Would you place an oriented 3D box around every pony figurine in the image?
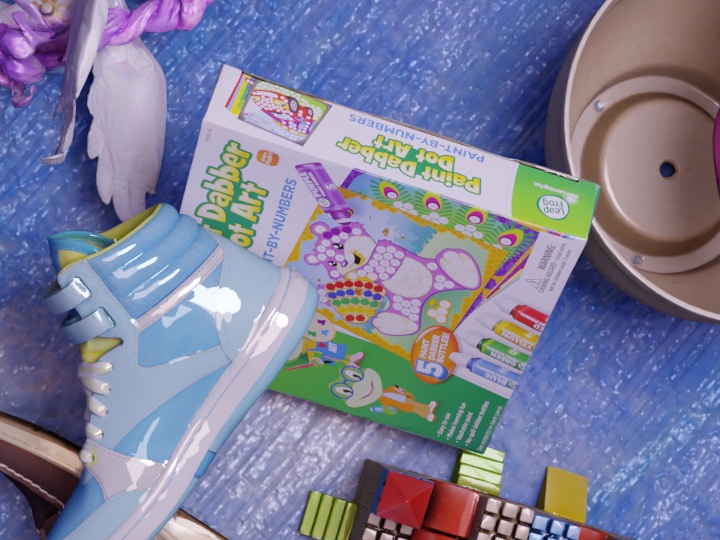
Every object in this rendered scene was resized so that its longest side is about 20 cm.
[{"bbox_3d":[-0.155,-0.137,1.199,0.200,0.167,0.193,13,79,9],"label":"pony figurine"}]

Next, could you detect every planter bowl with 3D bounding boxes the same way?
[{"bbox_3d":[0.184,-0.063,1.226,0.200,0.135,0.201,2,82,-13],"label":"planter bowl"}]

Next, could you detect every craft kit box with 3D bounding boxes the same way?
[{"bbox_3d":[0.000,0.000,1.177,0.197,0.200,0.049,19,51,0],"label":"craft kit box"}]

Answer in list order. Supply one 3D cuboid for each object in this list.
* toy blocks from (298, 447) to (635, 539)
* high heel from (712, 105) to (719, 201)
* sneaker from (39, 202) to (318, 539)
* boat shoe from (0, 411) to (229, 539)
[{"bbox_3d":[0.075,0.148,1.211,0.200,0.137,0.100,17,87,-6],"label":"toy blocks"},{"bbox_3d":[0.227,-0.097,1.121,0.067,0.096,0.200,16,78,-11],"label":"high heel"},{"bbox_3d":[-0.127,0.054,1.140,0.131,0.080,0.200,36,91,-13],"label":"sneaker"},{"bbox_3d":[-0.142,0.143,1.221,0.200,0.072,0.072,33,84,-11],"label":"boat shoe"}]
